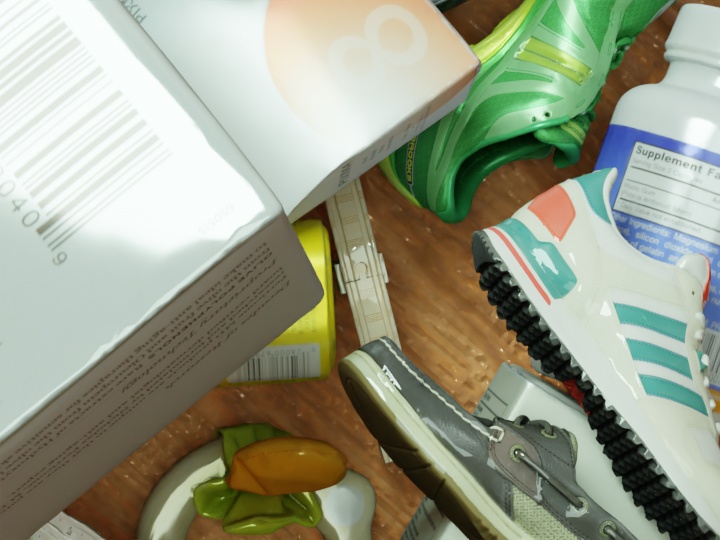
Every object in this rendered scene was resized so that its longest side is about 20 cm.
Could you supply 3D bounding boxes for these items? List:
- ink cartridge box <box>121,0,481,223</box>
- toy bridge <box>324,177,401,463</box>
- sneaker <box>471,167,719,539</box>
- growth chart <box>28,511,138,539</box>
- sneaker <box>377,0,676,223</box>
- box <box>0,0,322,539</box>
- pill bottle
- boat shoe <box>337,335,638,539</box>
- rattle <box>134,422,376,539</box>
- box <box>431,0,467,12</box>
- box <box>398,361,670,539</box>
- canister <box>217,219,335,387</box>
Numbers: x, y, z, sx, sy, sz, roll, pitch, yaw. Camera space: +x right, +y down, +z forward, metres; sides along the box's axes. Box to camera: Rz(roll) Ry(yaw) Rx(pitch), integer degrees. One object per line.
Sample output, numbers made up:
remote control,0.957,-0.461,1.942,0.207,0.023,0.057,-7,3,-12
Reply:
ink cartridge box,-0.069,-0.096,1.059,0.200,0.050,0.162,-36,78,-19
toy bridge,0.000,0.000,1.160,0.027,0.067,0.201,-14,92,-1
sneaker,0.141,0.040,1.048,0.093,0.070,0.200,-35,82,-11
growth chart,-0.191,0.161,1.149,0.199,0.018,0.145,26,115,8
sneaker,0.101,-0.097,1.147,0.200,0.074,0.084,-40,66,11
box,-0.155,-0.018,0.946,0.200,0.171,0.199,-39,78,-3
pill bottle,0.168,-0.027,1.142,0.112,0.112,0.201,19,90,-2
boat shoe,0.075,0.099,1.040,0.066,0.072,0.201,-44,92,-10
rattle,-0.060,0.181,1.131,0.130,0.143,0.200,33,82,-25
box,0.084,-0.242,1.146,0.199,0.086,0.164,-26,92,-1
box,0.074,0.161,1.137,0.109,0.128,0.200,30,91,-3
canister,-0.115,0.021,1.119,0.199,0.149,0.087,-3,87,-4
